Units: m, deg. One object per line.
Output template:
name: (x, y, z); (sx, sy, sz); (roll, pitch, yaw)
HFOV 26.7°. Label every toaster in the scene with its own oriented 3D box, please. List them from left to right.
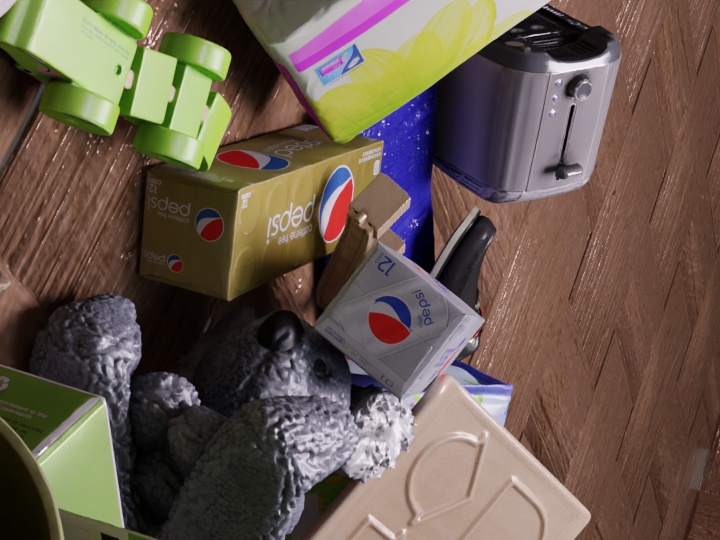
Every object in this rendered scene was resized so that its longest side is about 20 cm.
toaster: (0.107, -0.138, 1.162); (0.113, 0.200, 0.131); (-12, 122, -29)

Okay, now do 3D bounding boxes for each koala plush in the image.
koala plush: (-0.072, 0.092, 0.866); (0.200, 0.176, 0.185); (-41, 150, -55)

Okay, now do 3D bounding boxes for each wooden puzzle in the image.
wooden puzzle: (0.044, 0.185, 1.028); (0.186, 0.046, 0.200); (-48, 126, -4)

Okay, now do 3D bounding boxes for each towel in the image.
towel: (0.017, -0.057, 1.126); (0.148, 0.049, 0.202); (-52, 146, -48)

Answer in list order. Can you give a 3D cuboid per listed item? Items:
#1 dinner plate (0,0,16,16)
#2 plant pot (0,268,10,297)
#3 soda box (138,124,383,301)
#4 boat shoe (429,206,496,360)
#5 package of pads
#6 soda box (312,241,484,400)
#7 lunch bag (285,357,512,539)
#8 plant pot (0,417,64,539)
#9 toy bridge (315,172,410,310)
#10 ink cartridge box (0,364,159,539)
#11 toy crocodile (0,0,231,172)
dinner plate: (-0.177, -0.186, 0.609); (0.200, 0.024, 0.203); (-24, 118, -56)
plant pot: (-0.236, 0.047, 0.457); (0.201, 0.186, 0.187); (-61, 156, -2)
soda box: (-0.057, -0.041, 0.942); (0.200, 0.063, 0.069); (-26, 127, -61)
boat shoe: (0.071, 0.039, 1.205); (0.074, 0.063, 0.203); (-45, 160, -53)
package of pads: (0.033, -0.176, 0.917); (0.199, 0.069, 0.155); (-35, 158, 2)
soda box: (0.028, 0.032, 0.936); (0.064, 0.068, 0.200); (-52, 173, 3)
lunch bag: (-0.011, 0.144, 1.077); (0.198, 0.127, 0.172); (3, 100, -37)
plant pot: (-0.199, 0.170, 0.607); (0.201, 0.185, 0.188); (93, 21, -54)
toy bridge: (0.000, 0.000, 1.004); (0.067, 0.027, 0.200); (-46, 166, -13)
ink cartridge box: (-0.128, 0.136, 0.693); (0.076, 0.198, 0.149); (-47, 143, -50)
toy crocodile: (-0.123, -0.099, 0.777); (0.200, 0.061, 0.068); (23, 81, -62)
